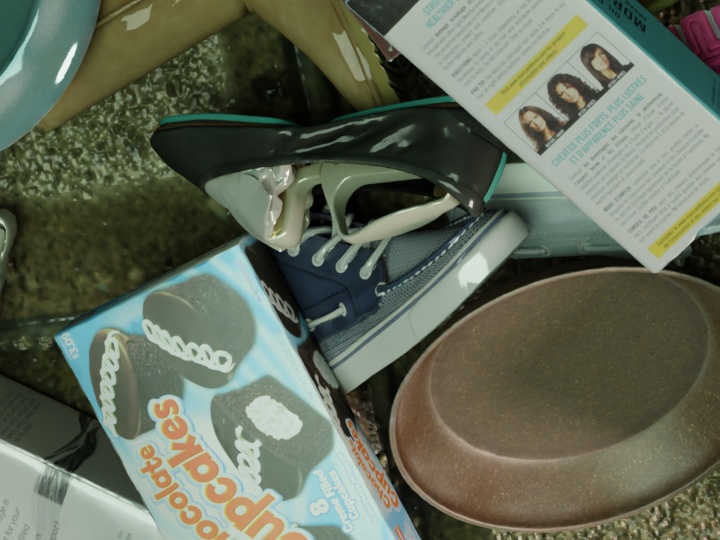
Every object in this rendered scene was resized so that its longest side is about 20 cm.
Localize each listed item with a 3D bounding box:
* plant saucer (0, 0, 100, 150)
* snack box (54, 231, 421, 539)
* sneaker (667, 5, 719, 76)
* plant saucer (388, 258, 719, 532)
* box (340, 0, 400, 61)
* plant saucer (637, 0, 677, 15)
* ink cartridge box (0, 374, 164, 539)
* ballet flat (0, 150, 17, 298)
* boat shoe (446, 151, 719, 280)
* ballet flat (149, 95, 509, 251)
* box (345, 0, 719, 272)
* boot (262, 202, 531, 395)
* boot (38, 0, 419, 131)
[{"bbox_3d":[-0.227,-0.152,1.526,0.199,0.027,0.201,-2,86,23],"label":"plant saucer"},{"bbox_3d":[-0.060,0.093,1.520,0.116,0.037,0.201,-26,97,19],"label":"snack box"},{"bbox_3d":[0.229,-0.100,1.431,0.199,0.088,0.082,-15,86,23],"label":"sneaker"},{"bbox_3d":[0.110,0.058,1.504,0.199,0.037,0.201,-7,136,-7],"label":"plant saucer"},{"bbox_3d":[0.062,-0.203,1.397,0.200,0.075,0.100,-37,98,24],"label":"box"},{"bbox_3d":[0.104,-0.220,1.446,0.199,0.048,0.200,-30,99,22],"label":"plant saucer"},{"bbox_3d":[-0.166,0.161,1.627,0.199,0.083,0.147,26,112,4],"label":"ink cartridge box"},{"bbox_3d":[-0.219,-0.039,1.583,0.063,0.069,0.201,-11,106,10],"label":"ballet flat"},{"bbox_3d":[0.139,-0.034,1.495,0.200,0.070,0.072,1,119,19],"label":"boat shoe"},{"bbox_3d":[-0.021,-0.048,1.467,0.199,0.068,0.069,-3,74,29],"label":"ballet flat"},{"bbox_3d":[0.095,-0.096,1.371,0.200,0.049,0.082,41,115,-12],"label":"box"},{"bbox_3d":[0.000,0.000,1.508,0.090,0.073,0.200,49,136,-2],"label":"boot"},{"bbox_3d":[-0.086,-0.123,1.524,0.199,0.066,0.176,-25,88,20],"label":"boot"}]
